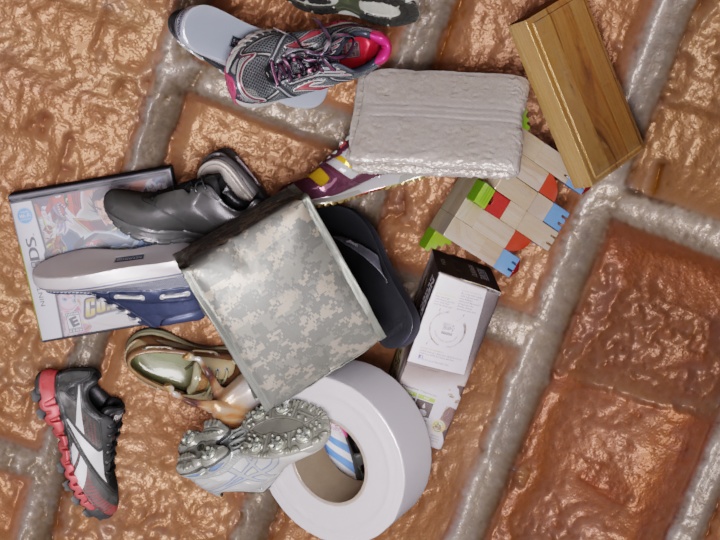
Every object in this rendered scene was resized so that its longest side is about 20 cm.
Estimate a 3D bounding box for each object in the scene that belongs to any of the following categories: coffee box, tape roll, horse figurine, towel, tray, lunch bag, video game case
[{"bbox_3d":[0.091,0.090,1.591,0.079,0.113,0.203,18,104,-5],"label":"coffee box"},{"bbox_3d":[-0.020,0.207,1.551,0.200,0.071,0.206,10,110,30],"label":"tape roll"},{"bbox_3d":[-0.135,0.121,1.567,0.200,0.050,0.133,-44,118,-5],"label":"horse figurine"},{"bbox_3d":[0.085,-0.162,1.498,0.197,0.035,0.134,4,60,9],"label":"towel"},{"bbox_3d":[0.248,-0.207,1.530,0.098,0.037,0.202,-33,106,-30],"label":"tray"},{"bbox_3d":[-0.084,0.034,1.471,0.163,0.118,0.202,-31,106,-6],"label":"lunch bag"},{"bbox_3d":[-0.303,-0.019,1.605,0.197,0.026,0.184,-9,104,2],"label":"video game case"}]

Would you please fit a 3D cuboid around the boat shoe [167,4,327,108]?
[{"bbox_3d":[-0.128,-0.241,1.527,0.197,0.068,0.075,17,93,-30],"label":"boat shoe"}]

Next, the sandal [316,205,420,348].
[{"bbox_3d":[0.001,0.000,1.551,0.076,0.043,0.201,-49,62,25],"label":"sandal"}]

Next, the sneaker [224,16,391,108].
[{"bbox_3d":[-0.059,-0.235,1.484,0.198,0.074,0.082,-23,111,-25],"label":"sneaker"}]

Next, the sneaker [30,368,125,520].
[{"bbox_3d":[-0.323,0.207,1.638,0.096,0.071,0.203,-16,103,6],"label":"sneaker"}]

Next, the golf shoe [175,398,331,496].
[{"bbox_3d":[-0.110,0.208,1.536,0.197,0.079,0.098,-14,132,25],"label":"golf shoe"}]

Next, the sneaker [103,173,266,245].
[{"bbox_3d":[-0.193,-0.073,1.531,0.197,0.076,0.092,12,117,0],"label":"sneaker"}]

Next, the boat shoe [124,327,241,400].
[{"bbox_3d":[-0.190,0.128,1.618,0.197,0.074,0.077,13,104,-4],"label":"boat shoe"}]

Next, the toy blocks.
[{"bbox_3d":[0.179,-0.077,1.567,0.136,0.100,0.202,31,93,-21],"label":"toy blocks"}]

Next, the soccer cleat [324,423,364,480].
[{"bbox_3d":[-0.051,0.189,1.637,0.085,0.070,0.203,-16,104,5],"label":"soccer cleat"}]

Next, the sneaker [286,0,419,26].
[{"bbox_3d":[-0.020,-0.338,1.516,0.197,0.077,0.090,16,66,5],"label":"sneaker"}]

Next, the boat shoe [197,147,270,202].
[{"bbox_3d":[-0.115,-0.059,1.584,0.066,0.057,0.201,-27,108,27],"label":"boat shoe"}]

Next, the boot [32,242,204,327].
[{"bbox_3d":[-0.279,0.026,1.570,0.197,0.073,0.092,-4,119,9],"label":"boot"}]

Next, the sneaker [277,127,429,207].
[{"bbox_3d":[-0.008,-0.131,1.561,0.197,0.075,0.092,-16,95,-3],"label":"sneaker"}]
